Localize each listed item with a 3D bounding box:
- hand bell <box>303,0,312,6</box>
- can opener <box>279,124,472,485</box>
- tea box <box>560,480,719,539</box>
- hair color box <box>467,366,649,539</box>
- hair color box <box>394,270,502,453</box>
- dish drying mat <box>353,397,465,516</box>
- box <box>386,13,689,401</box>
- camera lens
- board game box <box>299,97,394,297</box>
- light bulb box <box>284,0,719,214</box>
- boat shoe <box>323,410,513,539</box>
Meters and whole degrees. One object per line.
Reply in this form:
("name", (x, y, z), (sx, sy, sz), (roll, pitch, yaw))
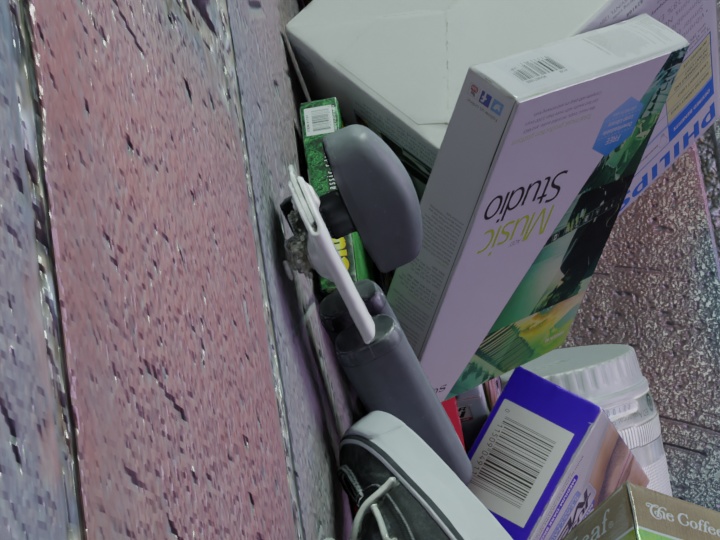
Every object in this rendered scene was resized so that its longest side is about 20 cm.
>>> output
("hand bell", (-0.016, -0.212, 1.120), (0.104, 0.104, 0.200), (-92, -179, -52))
("can opener", (0.014, 0.026, 0.956), (0.053, 0.066, 0.200), (-112, 180, -51))
("tea box", (0.118, 0.231, 0.872), (0.200, 0.134, 0.197), (-49, -147, 39))
("hair color box", (0.115, 0.141, 1.285), (0.109, 0.065, 0.200), (-60, 159, -7))
("hair color box", (0.054, 0.077, 1.298), (0.200, 0.061, 0.099), (67, 15, -62))
("dish drying mat", (0.028, 0.105, 1.093), (0.200, 0.018, 0.077), (-45, 126, -73))
("box", (0.081, -0.026, 1.055), (0.036, 0.144, 0.200), (40, -50, 26))
("camera lens", (0.140, 0.164, 1.477), (0.160, 0.160, 0.200), (-42, 122, -83))
("board game box", (0.000, 0.000, 1.110), (0.200, 0.023, 0.105), (68, 16, -65))
("light bulb box", (0.086, -0.107, 1.137), (0.125, 0.198, 0.200), (41, -14, 26))
("boat shoe", (0.021, 0.125, 0.891), (0.199, 0.068, 0.074), (43, -17, 57))
